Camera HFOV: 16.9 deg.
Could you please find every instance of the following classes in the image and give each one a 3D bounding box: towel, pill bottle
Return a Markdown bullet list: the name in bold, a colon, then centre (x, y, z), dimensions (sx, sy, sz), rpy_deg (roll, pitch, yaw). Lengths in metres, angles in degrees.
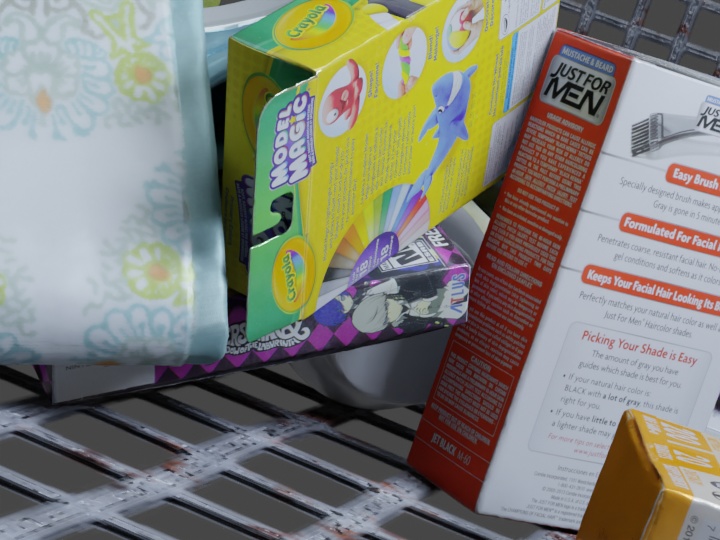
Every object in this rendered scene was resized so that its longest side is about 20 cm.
- **towel**: centre (-0.141, -0.056, 0.935), dimensions (0.171, 0.200, 0.048), rpy_deg (0, -26, -14)
- **pill bottle**: centre (0.000, 0.000, 1.160), dimensions (0.109, 0.109, 0.200), rpy_deg (17, 9, -17)

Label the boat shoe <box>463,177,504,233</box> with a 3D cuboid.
- **boat shoe**: centre (0.067, -0.055, 1.210), dimensions (0.199, 0.066, 0.075), rpy_deg (49, 0, 37)

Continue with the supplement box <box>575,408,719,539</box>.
- **supplement box**: centre (0.186, 0.127, 0.902), dimensions (0.200, 0.074, 0.126), rpy_deg (19, 9, -3)

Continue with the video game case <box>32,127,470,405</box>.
- **video game case**: centre (-0.074, -0.027, 1.038), dimensions (0.181, 0.036, 0.200), rpy_deg (-10, 37, -19)

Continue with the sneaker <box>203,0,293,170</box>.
- **sneaker**: centre (-0.016, -0.080, 1.034), dimensions (0.200, 0.074, 0.082), rpy_deg (-20, 43, -17)

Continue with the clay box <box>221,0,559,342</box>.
- **clay box**: centre (0.006, -0.064, 0.967), dimensions (0.048, 0.115, 0.200), rpy_deg (27, 40, 28)

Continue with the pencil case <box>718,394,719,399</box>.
- **pencil case**: centre (0.171, 0.013, 1.197), dimensions (0.084, 0.086, 0.200), rpy_deg (-10, 26, -43)

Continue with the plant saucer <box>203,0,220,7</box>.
- **plant saucer**: centre (-0.160, -0.100, 1.150), dimensions (0.200, 0.031, 0.200), rpy_deg (-12, 1, 0)

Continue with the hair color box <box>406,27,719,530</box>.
- **hair color box**: centre (0.107, 0.009, 1.039), dimensions (0.111, 0.200, 0.064), rpy_deg (13, 11, -34)

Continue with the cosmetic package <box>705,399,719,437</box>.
- **cosmetic package**: centre (0.148, 0.075, 1.209), dimensions (0.151, 0.052, 0.200), rpy_deg (19, 8, 12)
